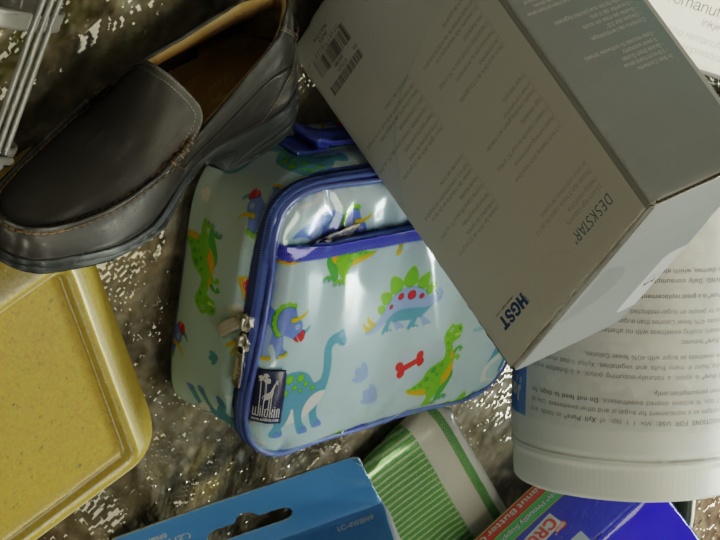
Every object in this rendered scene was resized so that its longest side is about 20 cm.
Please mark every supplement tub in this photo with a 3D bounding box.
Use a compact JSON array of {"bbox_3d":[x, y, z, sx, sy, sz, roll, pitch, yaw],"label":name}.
[{"bbox_3d":[0.148,0.015,1.576,0.132,0.132,0.201,-5,101,-42],"label":"supplement tub"}]

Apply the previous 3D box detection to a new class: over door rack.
[{"bbox_3d":[-0.193,-0.114,1.229,0.200,0.066,0.148,-13,127,-64],"label":"over door rack"}]

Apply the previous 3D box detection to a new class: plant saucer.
[{"bbox_3d":[-0.187,0.072,1.386,0.200,0.048,0.200,-37,136,-22],"label":"plant saucer"}]

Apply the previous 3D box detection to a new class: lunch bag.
[{"bbox_3d":[0.000,0.000,1.498,0.200,0.082,0.161,-10,119,-42],"label":"lunch bag"}]

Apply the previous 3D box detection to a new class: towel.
[{"bbox_3d":[-0.002,0.178,1.657,0.200,0.023,0.153,-43,137,-13],"label":"towel"}]

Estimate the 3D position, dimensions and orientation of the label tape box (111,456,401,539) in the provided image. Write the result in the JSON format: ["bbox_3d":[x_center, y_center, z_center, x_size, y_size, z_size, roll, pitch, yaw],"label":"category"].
[{"bbox_3d":[-0.031,0.207,1.551,0.143,0.066,0.200,-19,127,5],"label":"label tape box"}]

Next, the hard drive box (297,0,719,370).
[{"bbox_3d":[0.074,-0.080,1.385,0.077,0.200,0.156,-23,162,-35],"label":"hard drive box"}]

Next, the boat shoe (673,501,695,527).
[{"bbox_3d":[0.180,0.082,1.736,0.073,0.067,0.200,-29,133,-28],"label":"boat shoe"}]

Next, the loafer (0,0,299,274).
[{"bbox_3d":[-0.101,-0.068,1.341,0.200,0.073,0.072,-41,154,-41],"label":"loafer"}]

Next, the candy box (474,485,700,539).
[{"bbox_3d":[0.139,0.217,1.710,0.169,0.077,0.200,-41,130,-3],"label":"candy box"}]

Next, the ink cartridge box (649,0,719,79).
[{"bbox_3d":[0.166,-0.213,1.475,0.146,0.084,0.201,16,106,-19],"label":"ink cartridge box"}]
